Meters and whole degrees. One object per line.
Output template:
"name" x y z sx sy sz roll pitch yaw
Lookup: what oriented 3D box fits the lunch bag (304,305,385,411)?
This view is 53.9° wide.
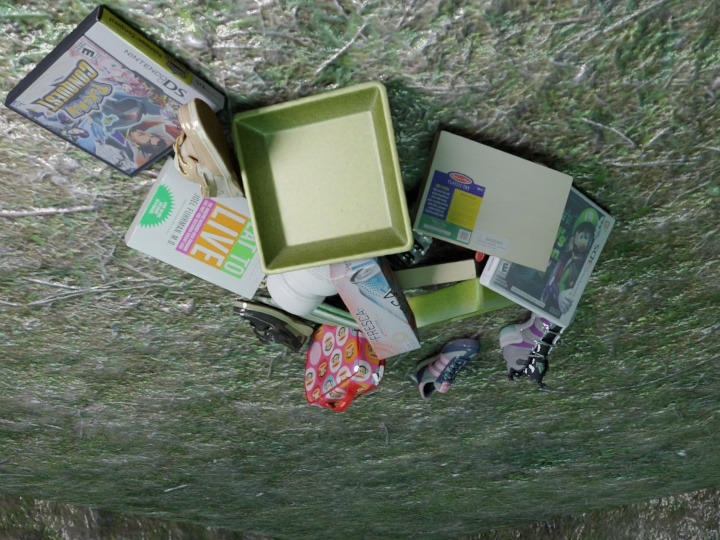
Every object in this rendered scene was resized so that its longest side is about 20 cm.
"lunch bag" -0.033 0.175 1.329 0.081 0.178 0.200 18 145 -29

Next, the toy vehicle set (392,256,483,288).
"toy vehicle set" 0.123 0.002 1.091 0.123 0.027 0.200 -8 -179 13

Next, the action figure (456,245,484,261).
"action figure" 0.219 -0.023 1.058 0.198 0.065 0.100 -8 127 -39

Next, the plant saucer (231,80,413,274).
"plant saucer" -0.043 -0.111 0.877 0.197 0.203 0.048 -9 -172 14

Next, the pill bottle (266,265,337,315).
"pill bottle" -0.049 -0.031 1.010 0.113 0.115 0.200 19 130 -30

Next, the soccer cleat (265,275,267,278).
"soccer cleat" -0.161 -0.030 1.109 0.198 0.070 0.087 17 125 -26

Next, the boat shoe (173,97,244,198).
"boat shoe" -0.194 -0.136 0.865 0.068 0.075 0.200 -15 160 -1

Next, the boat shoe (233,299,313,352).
"boat shoe" -0.159 0.105 1.284 0.071 0.067 0.200 14 170 35

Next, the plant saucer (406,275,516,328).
"plant saucer" 0.164 0.054 1.167 0.198 0.049 0.199 -20 170 36

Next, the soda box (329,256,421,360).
"soda box" 0.022 0.039 0.967 0.068 0.064 0.201 -19 138 10

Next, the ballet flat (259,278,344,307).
"ballet flat" -0.107 0.028 1.210 0.198 0.047 0.067 17 146 -27

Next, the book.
"book" -0.211 -0.059 1.005 0.199 0.048 0.134 26 103 -32

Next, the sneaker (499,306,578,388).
"sneaker" 0.343 0.151 1.332 0.077 0.141 0.200 13 147 -22

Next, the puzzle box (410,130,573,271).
"puzzle box" 0.172 -0.090 0.932 0.198 0.135 0.025 17 -178 -13

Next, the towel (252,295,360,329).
"towel" -0.085 0.068 1.221 0.151 0.024 0.199 20 171 -26

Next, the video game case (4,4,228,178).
"video game case" -0.290 -0.201 0.847 0.199 0.026 0.180 -24 142 33

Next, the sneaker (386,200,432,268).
"sneaker" 0.110 -0.090 1.006 0.199 0.081 0.075 -38 105 21

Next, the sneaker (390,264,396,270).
"sneaker" 0.000 0.000 1.159 0.078 0.067 0.200 -4 151 29

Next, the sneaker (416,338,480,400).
"sneaker" 0.187 0.209 1.482 0.069 0.083 0.200 14 146 -23

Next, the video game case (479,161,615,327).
"video game case" 0.274 -0.031 1.021 0.199 0.184 0.023 25 179 -36
